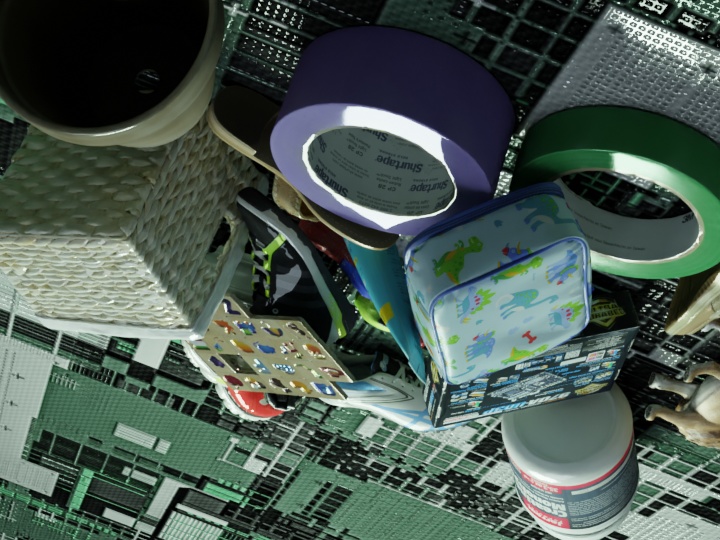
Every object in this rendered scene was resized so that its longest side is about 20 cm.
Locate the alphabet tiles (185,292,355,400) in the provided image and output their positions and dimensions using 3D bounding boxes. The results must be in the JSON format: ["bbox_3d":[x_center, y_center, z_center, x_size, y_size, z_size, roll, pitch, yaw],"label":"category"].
[{"bbox_3d":[-0.104,0.074,1.730,0.200,0.008,0.167,1,142,42],"label":"alphabet tiles"}]

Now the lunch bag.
[{"bbox_3d":[0.125,0.013,1.535,0.161,0.083,0.200,-23,151,-3],"label":"lunch bag"}]

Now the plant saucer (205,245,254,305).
[{"bbox_3d":[-0.106,0.012,1.837,0.200,0.050,0.200,17,179,0],"label":"plant saucer"}]

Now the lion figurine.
[{"bbox_3d":[0.367,0.119,1.762,0.122,0.073,0.200,16,150,-11],"label":"lion figurine"}]

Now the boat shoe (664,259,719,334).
[{"bbox_3d":[0.337,0.013,1.580,0.064,0.071,0.200,23,151,-6],"label":"boat shoe"}]

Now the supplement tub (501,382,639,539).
[{"bbox_3d":[0.235,0.205,1.926,0.140,0.140,0.200,9,151,18],"label":"supplement tub"}]

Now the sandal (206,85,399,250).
[{"bbox_3d":[-0.057,-0.088,1.627,0.212,0.078,0.070,38,152,-5],"label":"sandal"}]

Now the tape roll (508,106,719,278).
[{"bbox_3d":[0.231,-0.065,1.527,0.200,0.048,0.200,15,153,8],"label":"tape roll"}]

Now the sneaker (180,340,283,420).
[{"bbox_3d":[-0.133,0.115,2.064,0.085,0.077,0.200,-8,144,33],"label":"sneaker"}]

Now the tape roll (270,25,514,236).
[{"bbox_3d":[0.028,-0.118,1.518,0.200,0.085,0.200,15,153,8],"label":"tape roll"}]

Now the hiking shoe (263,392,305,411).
[{"bbox_3d":[-0.087,0.098,1.898,0.076,0.101,0.200,19,178,-9],"label":"hiking shoe"}]

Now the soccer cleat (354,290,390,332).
[{"bbox_3d":[0.088,0.051,1.828,0.200,0.068,0.081,18,-175,-18],"label":"soccer cleat"}]

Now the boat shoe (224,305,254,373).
[{"bbox_3d":[-0.168,0.053,1.875,0.200,0.063,0.071,23,-176,41],"label":"boat shoe"}]

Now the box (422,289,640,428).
[{"bbox_3d":[0.169,0.090,1.757,0.200,0.046,0.159,-11,154,-9],"label":"box"}]

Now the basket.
[{"bbox_3d":[-0.229,-0.058,1.673,0.200,0.198,0.161,2,145,30],"label":"basket"}]

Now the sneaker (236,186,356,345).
[{"bbox_3d":[-0.075,0.011,1.679,0.200,0.083,0.072,57,171,-32],"label":"sneaker"}]

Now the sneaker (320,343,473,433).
[{"bbox_3d":[0.044,0.133,1.997,0.200,0.072,0.073,12,126,-2],"label":"sneaker"}]

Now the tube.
[{"bbox_3d":[0.023,0.008,1.638,0.050,0.200,0.077,-24,157,10],"label":"tube"}]

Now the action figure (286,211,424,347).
[{"bbox_3d":[0.000,0.000,1.752,0.200,0.065,0.099,42,171,7],"label":"action figure"}]

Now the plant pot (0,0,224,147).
[{"bbox_3d":[-0.198,-0.184,1.455,0.200,0.200,0.174,13,170,10],"label":"plant pot"}]
